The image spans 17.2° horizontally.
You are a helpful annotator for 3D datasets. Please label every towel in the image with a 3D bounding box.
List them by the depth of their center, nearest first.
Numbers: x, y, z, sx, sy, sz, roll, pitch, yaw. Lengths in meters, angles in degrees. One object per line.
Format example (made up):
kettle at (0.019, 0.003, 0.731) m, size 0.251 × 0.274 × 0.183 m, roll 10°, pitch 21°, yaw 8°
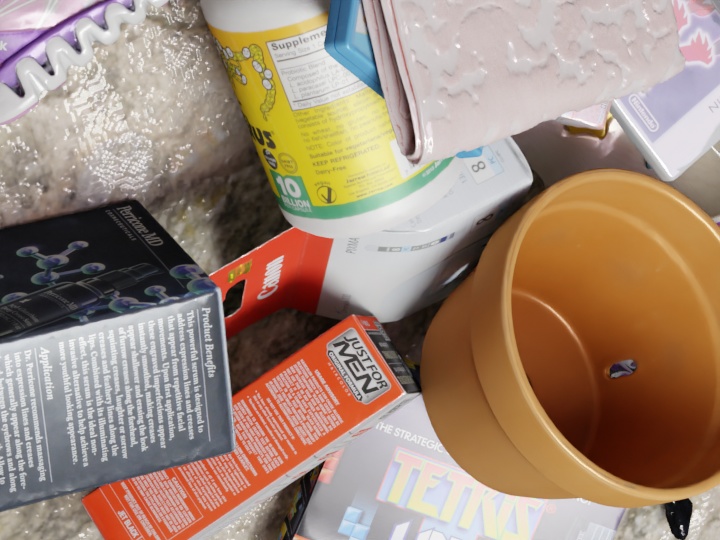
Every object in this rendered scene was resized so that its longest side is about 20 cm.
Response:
towel at (0.082, -0.171, 1.245) m, size 0.199 × 0.032 × 0.192 m, roll -20°, pitch 102°, yaw -35°

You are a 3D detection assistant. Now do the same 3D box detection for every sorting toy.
sorting toy at (0.143, -0.093, 1.490) m, size 0.180 × 0.107 × 0.200 m, roll -42°, pitch 105°, yaw 12°

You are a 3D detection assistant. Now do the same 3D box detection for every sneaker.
sneaker at (-0.157, -0.169, 1.327) m, size 0.200 × 0.080 × 0.089 m, roll -39°, pitch 103°, yaw -10°

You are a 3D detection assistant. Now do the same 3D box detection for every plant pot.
plant pot at (0.128, 0.055, 1.431) m, size 0.199 × 0.140 × 0.201 m, roll 13°, pitch 66°, yaw -30°

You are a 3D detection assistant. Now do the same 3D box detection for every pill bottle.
pill bottle at (-0.022, -0.128, 1.304) m, size 0.112 × 0.113 × 0.201 m, roll -28°, pitch 120°, yaw -13°

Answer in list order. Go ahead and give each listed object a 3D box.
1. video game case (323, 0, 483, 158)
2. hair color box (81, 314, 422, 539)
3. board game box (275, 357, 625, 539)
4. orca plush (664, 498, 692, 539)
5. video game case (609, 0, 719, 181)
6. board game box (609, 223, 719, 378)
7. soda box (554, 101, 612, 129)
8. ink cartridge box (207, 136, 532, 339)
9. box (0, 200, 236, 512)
video game case at (0.038, -0.180, 1.280) m, size 0.143 × 0.018 × 0.201 m, roll 34°, pitch 59°, yaw -51°
hair color box at (-0.063, 0.106, 1.439) m, size 0.200 × 0.102 × 0.061 m, roll -34°, pitch 84°, yaw 5°
board game box at (0.060, 0.159, 1.539) m, size 0.199 × 0.057 × 0.166 m, roll 20°, pitch 103°, yaw -10°
orca plush at (0.167, 0.133, 1.607) m, size 0.105 × 0.071 × 0.200 m, roll -49°, pitch 123°, yaw 0°
video game case at (0.191, -0.186, 1.402) m, size 0.182 × 0.023 × 0.200 m, roll -41°, pitch 104°, yaw -7°
board game box at (0.231, 0.031, 1.568) m, size 0.199 × 0.120 × 0.032 m, roll -29°, pitch 136°, yaw -13°
soda box at (0.128, -0.185, 1.342) m, size 0.068 × 0.064 × 0.201 m, roll 16°, pitch 92°, yaw -16°
ink cartridge box at (0.000, 0.000, 1.428) m, size 0.199 × 0.160 × 0.047 m, roll -28°, pitch 76°, yaw -15°
box at (-0.191, 0.051, 1.355) m, size 0.199 × 0.148 × 0.108 m, roll -13°, pitch 116°, yaw -21°
